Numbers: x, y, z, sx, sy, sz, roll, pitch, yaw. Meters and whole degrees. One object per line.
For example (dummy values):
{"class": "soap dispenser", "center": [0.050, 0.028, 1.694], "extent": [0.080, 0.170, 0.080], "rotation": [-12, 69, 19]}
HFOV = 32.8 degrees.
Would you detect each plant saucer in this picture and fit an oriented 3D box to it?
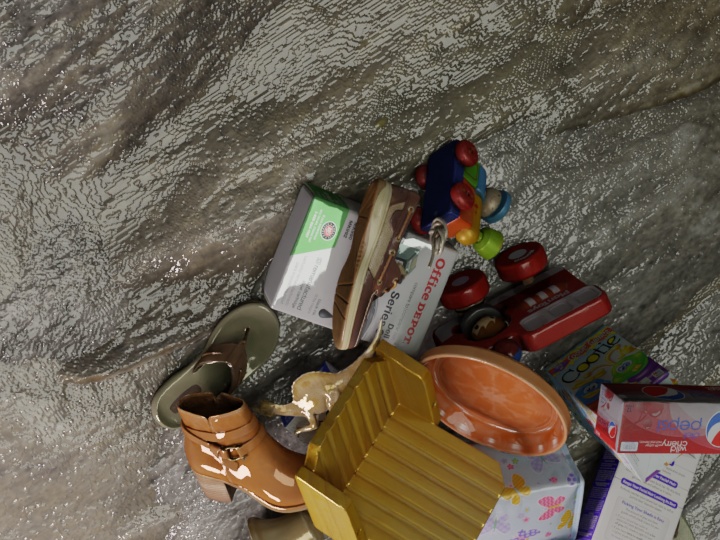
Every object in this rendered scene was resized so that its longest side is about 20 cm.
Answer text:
{"class": "plant saucer", "center": [0.158, 0.152, 1.467], "extent": [0.200, 0.200, 0.032], "rotation": [42, 58, -19]}

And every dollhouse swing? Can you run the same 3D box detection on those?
{"class": "dollhouse swing", "center": [0.059, 0.231, 1.426], "extent": [0.201, 0.174, 0.183], "rotation": [-54, 151, -27]}

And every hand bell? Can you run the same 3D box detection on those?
{"class": "hand bell", "center": [-0.032, 0.305, 1.540], "extent": [0.199, 0.104, 0.105], "rotation": [-32, 109, 2]}

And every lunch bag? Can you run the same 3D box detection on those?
{"class": "lunch bag", "center": [0.193, 0.316, 1.589], "extent": [0.167, 0.128, 0.201], "rotation": [-9, 135, -10]}

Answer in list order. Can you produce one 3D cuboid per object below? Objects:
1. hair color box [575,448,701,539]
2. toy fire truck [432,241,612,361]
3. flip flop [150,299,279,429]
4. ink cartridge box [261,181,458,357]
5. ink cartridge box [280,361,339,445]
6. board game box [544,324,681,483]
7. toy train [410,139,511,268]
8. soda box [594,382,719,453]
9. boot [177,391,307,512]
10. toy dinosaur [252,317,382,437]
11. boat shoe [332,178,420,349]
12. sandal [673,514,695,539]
{"class": "hair color box", "center": [0.364, 0.302, 1.619], "extent": [0.108, 0.065, 0.202], "rotation": [25, 79, -10]}
{"class": "toy fire truck", "center": [0.191, 0.058, 1.505], "extent": [0.198, 0.168, 0.113], "rotation": [-26, 109, -6]}
{"class": "flip flop", "center": [-0.174, 0.121, 1.492], "extent": [0.200, 0.058, 0.081], "rotation": [-42, 109, 0]}
{"class": "ink cartridge box", "center": [0.000, 0.000, 1.488], "extent": [0.198, 0.084, 0.147], "rotation": [19, 100, -18]}
{"class": "ink cartridge box", "center": [0.002, 0.213, 1.566], "extent": [0.200, 0.044, 0.094], "rotation": [40, 94, -20]}
{"class": "board game box", "center": [0.331, 0.163, 1.548], "extent": [0.103, 0.200, 0.105], "rotation": [-36, 109, -2]}
{"class": "toy train", "center": [0.124, -0.049, 1.460], "extent": [0.115, 0.202, 0.084], "rotation": [35, 134, -29]}
{"class": "soda box", "center": [0.376, 0.172, 1.418], "extent": [0.197, 0.070, 0.064], "rotation": [3, 102, -13]}
{"class": "boot", "center": [-0.122, 0.214, 1.478], "extent": [0.197, 0.074, 0.156], "rotation": [-4, 126, 10]}
{"class": "toy dinosaur", "center": [-0.033, 0.149, 1.473], "extent": [0.199, 0.058, 0.101], "rotation": [-32, 125, 11]}
{"class": "boat shoe", "center": [0.021, -0.001, 1.413], "extent": [0.071, 0.072, 0.202], "rotation": [14, 94, -16]}
{"class": "sandal", "center": [0.397, 0.330, 1.682], "extent": [0.080, 0.057, 0.202], "rotation": [-37, 107, -6]}
